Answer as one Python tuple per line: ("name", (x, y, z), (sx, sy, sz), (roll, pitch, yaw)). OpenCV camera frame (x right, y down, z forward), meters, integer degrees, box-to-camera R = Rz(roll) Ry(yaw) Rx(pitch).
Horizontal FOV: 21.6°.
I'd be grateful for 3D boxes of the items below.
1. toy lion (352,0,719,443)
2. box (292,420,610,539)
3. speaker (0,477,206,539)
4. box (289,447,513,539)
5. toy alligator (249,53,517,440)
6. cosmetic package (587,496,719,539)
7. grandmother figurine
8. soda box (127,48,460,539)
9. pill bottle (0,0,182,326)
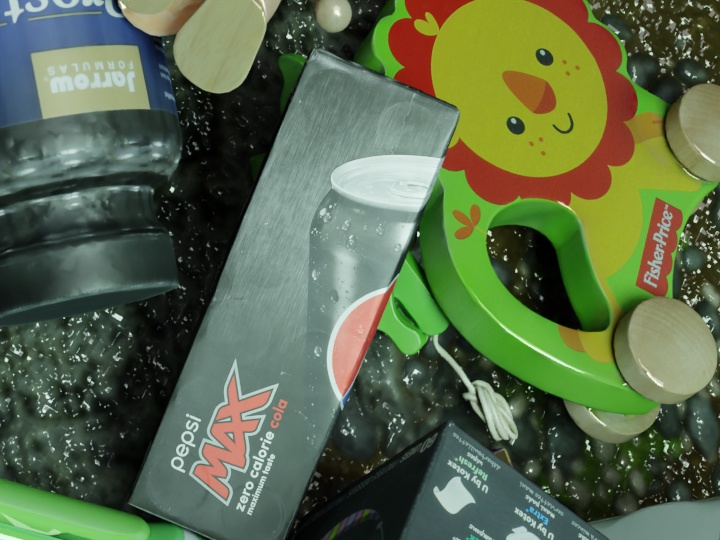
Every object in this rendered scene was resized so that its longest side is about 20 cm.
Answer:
("toy lion", (0.080, -0.047, 0.866), (0.191, 0.069, 0.201), (26, 56, -12))
("box", (0.011, 0.178, 0.710), (0.106, 0.122, 0.201), (36, 48, -12))
("speaker", (-0.155, 0.120, 0.745), (0.199, 0.088, 0.089), (19, 75, -19))
("box", (0.039, 0.198, 0.838), (0.136, 0.039, 0.201), (-22, 91, -24))
("toy alligator", (0.000, 0.000, 0.848), (0.054, 0.059, 0.201), (-28, 94, 17))
("cosmetic package", (0.179, 0.209, 0.791), (0.199, 0.164, 0.166), (28, 59, -29))
("grandmother figurine", (-0.049, -0.150, 0.795), (0.122, 0.060, 0.200), (57, 25, -16))
("soda box", (-0.027, 0.013, 0.782), (0.070, 0.063, 0.201), (22, 94, -1))
("pill bottle", (-0.134, -0.083, 0.771), (0.111, 0.112, 0.202), (-10, 85, -23))
